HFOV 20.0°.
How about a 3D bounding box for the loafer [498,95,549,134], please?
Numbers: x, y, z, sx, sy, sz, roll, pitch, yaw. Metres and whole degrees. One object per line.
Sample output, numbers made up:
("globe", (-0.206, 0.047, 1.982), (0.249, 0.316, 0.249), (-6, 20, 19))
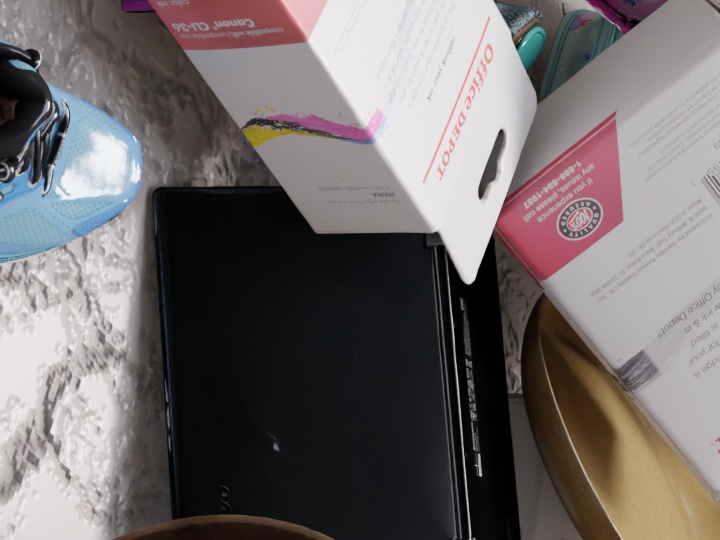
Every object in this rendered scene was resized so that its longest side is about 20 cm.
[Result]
("loafer", (0.142, -0.019, 1.073), (0.200, 0.067, 0.076), (46, 25, -36))

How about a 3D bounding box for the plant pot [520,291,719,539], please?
("plant pot", (0.137, 0.101, 1.040), (0.200, 0.027, 0.201), (46, 26, -30))

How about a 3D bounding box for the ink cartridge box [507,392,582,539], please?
("ink cartridge box", (0.086, 0.180, 1.092), (0.145, 0.084, 0.202), (33, 64, -52))

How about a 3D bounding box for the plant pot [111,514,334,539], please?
("plant pot", (-0.047, 0.232, 0.816), (0.201, 0.185, 0.188), (77, 32, -47))

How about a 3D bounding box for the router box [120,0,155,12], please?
("router box", (-0.036, -0.192, 0.920), (0.200, 0.051, 0.151), (-13, 102, -59))

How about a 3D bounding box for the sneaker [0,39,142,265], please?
("sneaker", (-0.137, -0.044, 0.724), (0.200, 0.089, 0.079), (11, 81, -59))

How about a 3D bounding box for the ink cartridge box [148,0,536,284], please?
("ink cartridge box", (-0.001, -0.095, 0.864), (0.200, 0.067, 0.117), (55, 47, -41))

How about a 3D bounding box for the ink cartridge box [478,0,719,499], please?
("ink cartridge box", (0.168, -0.011, 0.988), (0.200, 0.145, 0.085), (49, 9, -22))

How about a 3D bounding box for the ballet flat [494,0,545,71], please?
("ballet flat", (0.048, -0.111, 1.038), (0.200, 0.074, 0.075), (-46, 130, -73))

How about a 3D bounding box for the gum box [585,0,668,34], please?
("gum box", (0.113, -0.225, 1.068), (0.200, 0.066, 0.114), (38, 50, -20))

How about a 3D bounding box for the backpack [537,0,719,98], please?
("backpack", (0.183, -0.087, 1.177), (0.200, 0.152, 0.177), (69, 35, -56))

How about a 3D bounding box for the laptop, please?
("laptop", (-0.003, 0.063, 0.947), (0.200, 0.115, 0.189), (28, 56, -73))
